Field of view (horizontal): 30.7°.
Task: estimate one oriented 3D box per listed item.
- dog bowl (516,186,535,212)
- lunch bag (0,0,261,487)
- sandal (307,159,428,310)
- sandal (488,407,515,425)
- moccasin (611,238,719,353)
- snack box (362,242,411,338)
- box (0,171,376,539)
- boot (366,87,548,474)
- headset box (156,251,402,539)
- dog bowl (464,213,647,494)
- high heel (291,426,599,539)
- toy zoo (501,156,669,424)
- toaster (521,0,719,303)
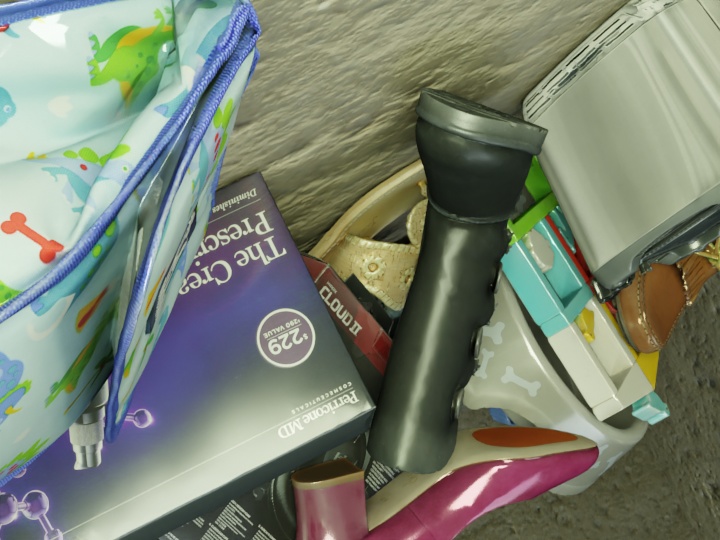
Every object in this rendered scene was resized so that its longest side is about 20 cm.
[{"bbox_3d":[0.189,-0.071,1.028,0.198,0.059,0.200,-26,169,-5],"label":"dog bowl"},{"bbox_3d":[-0.124,-0.002,0.441,0.199,0.128,0.170,-37,171,-23],"label":"lunch bag"},{"bbox_3d":[0.002,0.000,0.864,0.210,0.070,0.077,-32,168,21],"label":"sandal"},{"bbox_3d":[0.158,0.064,1.085,0.199,0.088,0.079,-34,166,38],"label":"sandal"},{"bbox_3d":[0.229,-0.026,0.884,0.077,0.074,0.202,2,-139,42],"label":"moccasin"},{"bbox_3d":[0.026,0.025,1.082,0.198,0.053,0.142,-28,169,6],"label":"snack box"},{"bbox_3d":[-0.110,0.060,0.680,0.198,0.142,0.079,-26,170,-9],"label":"box"},{"bbox_3d":[0.041,0.011,0.701,0.203,0.065,0.165,-71,164,8],"label":"boot"},{"bbox_3d":[-0.048,0.094,0.793,0.077,0.149,0.201,18,-115,50],"label":"headset box"},{"bbox_3d":[0.127,0.050,0.903,0.058,0.202,0.199,-33,168,28],"label":"dog bowl"},{"bbox_3d":[0.053,0.152,0.783,0.197,0.098,0.067,-7,-170,-13],"label":"high heel"},{"bbox_3d":[0.142,0.014,0.862,0.020,0.201,0.131,-32,-179,27],"label":"toy zoo"},{"bbox_3d":[0.181,-0.080,0.773,0.113,0.130,0.200,-18,165,-37],"label":"toaster"}]
